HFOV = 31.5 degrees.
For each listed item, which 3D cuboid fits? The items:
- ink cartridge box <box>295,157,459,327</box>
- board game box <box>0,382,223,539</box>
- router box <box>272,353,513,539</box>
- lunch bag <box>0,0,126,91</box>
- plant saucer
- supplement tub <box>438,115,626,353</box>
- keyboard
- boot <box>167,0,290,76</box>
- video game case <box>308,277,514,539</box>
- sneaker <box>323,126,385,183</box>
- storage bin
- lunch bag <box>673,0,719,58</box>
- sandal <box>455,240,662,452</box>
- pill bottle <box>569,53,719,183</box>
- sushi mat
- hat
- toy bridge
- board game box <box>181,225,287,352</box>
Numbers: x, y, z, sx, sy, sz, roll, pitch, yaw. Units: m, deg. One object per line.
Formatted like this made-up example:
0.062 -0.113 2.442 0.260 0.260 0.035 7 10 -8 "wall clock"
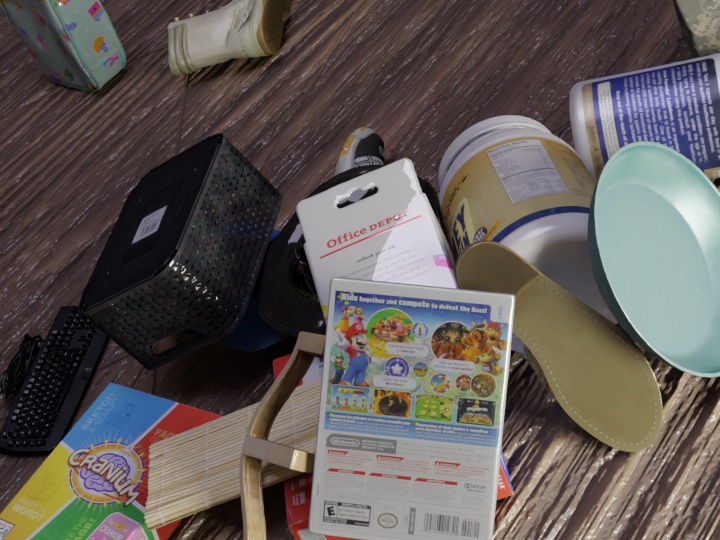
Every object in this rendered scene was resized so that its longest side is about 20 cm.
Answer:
0.026 0.016 1.076 0.115 0.068 0.200 -22 57 8 "ink cartridge box"
-0.227 0.200 1.149 0.153 0.040 0.200 10 50 36 "board game box"
0.021 0.130 1.092 0.179 0.049 0.200 -19 38 7 "router box"
-0.419 -0.349 1.756 0.160 0.200 0.077 17 52 43 "lunch bag"
0.247 -0.006 1.039 0.036 0.200 0.200 -26 27 47 "plant saucer"
0.150 -0.037 1.140 0.144 0.145 0.200 -22 38 4 "supplement tub"
-0.328 0.103 1.317 0.104 0.040 0.200 -7 41 20 "keyboard"
-0.178 -0.342 1.727 0.154 0.072 0.200 -13 40 18 "boot"
0.039 0.111 0.988 0.143 0.200 0.018 6 3 7 "video game case"
0.007 -0.077 1.337 0.088 0.076 0.200 17 38 3 "sneaker"
-0.170 -0.020 1.226 0.135 0.094 0.200 -24 34 33 "storage bin"
0.380 -0.294 1.299 0.117 0.164 0.200 -14 40 21 "lunch bag"
0.162 0.052 1.036 0.078 0.212 0.070 -46 2 8 "sandal"
0.305 -0.140 1.200 0.200 0.116 0.116 -10 40 18 "pill bottle"
-0.092 0.149 1.083 0.200 0.012 0.096 -22 37 10 "sushi mat"
0.000 0.000 1.200 0.200 0.081 0.201 -19 44 19 "hat"
-0.066 0.147 1.021 0.067 0.027 0.200 8 81 46 "toy bridge"
-0.116 0.025 1.298 0.200 0.039 0.158 14 50 30 "board game box"
